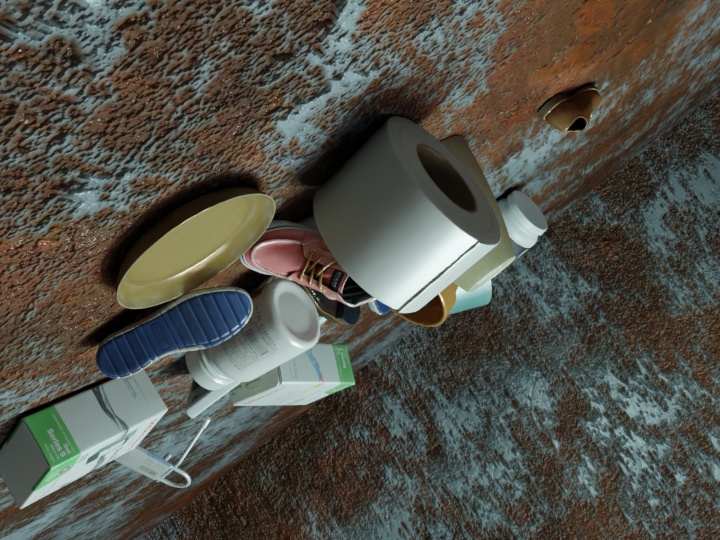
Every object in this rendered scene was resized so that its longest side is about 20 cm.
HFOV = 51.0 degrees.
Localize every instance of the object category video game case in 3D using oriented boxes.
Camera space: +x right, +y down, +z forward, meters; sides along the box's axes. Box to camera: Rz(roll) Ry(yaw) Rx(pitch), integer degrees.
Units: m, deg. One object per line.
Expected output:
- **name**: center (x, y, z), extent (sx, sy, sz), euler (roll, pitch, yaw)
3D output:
- **video game case**: center (-0.211, 0.157, 1.304), extent (0.199, 0.023, 0.182), euler (-37, -166, 1)

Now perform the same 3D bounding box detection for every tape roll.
- **tape roll**: center (0.059, -0.070, 0.935), extent (0.139, 0.204, 0.202), euler (-42, 167, 25)

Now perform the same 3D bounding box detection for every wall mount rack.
- **wall mount rack**: center (-0.356, 0.286, 1.288), extent (0.174, 0.199, 0.075), euler (-41, -156, 38)

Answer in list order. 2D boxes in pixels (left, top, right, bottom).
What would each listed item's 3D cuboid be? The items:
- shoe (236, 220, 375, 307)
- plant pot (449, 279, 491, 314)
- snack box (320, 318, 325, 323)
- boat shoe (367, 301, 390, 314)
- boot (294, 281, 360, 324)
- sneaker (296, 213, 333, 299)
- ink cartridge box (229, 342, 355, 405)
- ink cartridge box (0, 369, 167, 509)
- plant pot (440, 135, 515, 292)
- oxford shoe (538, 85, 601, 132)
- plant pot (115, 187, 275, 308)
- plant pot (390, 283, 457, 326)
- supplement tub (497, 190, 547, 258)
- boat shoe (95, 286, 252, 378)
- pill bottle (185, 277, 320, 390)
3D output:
- **shoe**: center (-0.053, -0.008, 0.952), extent (0.198, 0.091, 0.072), euler (8, 111, -35)
- **plant pot**: center (0.151, 0.003, 1.535), extent (0.159, 0.202, 0.201), euler (-21, 166, -10)
- **snack box**: center (-0.046, 0.047, 1.499), extent (0.199, 0.037, 0.116), euler (-39, 169, 13)
- **boat shoe**: center (0.000, 0.000, 1.280), extent (0.072, 0.072, 0.201), euler (-47, 143, -23)
- **boot**: center (-0.086, 0.035, 1.226), extent (0.096, 0.075, 0.200), euler (-1, 150, 30)
- **sneaker**: center (-0.064, -0.014, 1.080), extent (0.104, 0.075, 0.201), euler (-30, 153, -27)
- **ink cartridge box**: center (-0.132, 0.195, 1.419), extent (0.145, 0.088, 0.199), euler (-27, 158, 35)
- **ink cartridge box**: center (-0.399, 0.236, 1.087), extent (0.199, 0.084, 0.146), euler (-23, 163, -50)
- **plant pot**: center (0.148, -0.073, 1.189), extent (0.186, 0.201, 0.187), euler (-34, 169, -7)
- **oxford shoe**: center (0.403, -0.292, 1.403), extent (0.199, 0.072, 0.071), euler (-28, 165, -44)
- **plant pot**: center (-0.182, -0.029, 0.823), extent (0.199, 0.028, 0.200), euler (-35, 169, -8)
- **plant pot**: center (0.108, -0.018, 1.364), extent (0.140, 0.200, 0.200), euler (-48, 175, -26)
- **supplement tub**: center (0.350, -0.088, 1.877), extent (0.200, 0.141, 0.140), euler (-43, 166, 31)
- **boat shoe**: center (-0.231, 0.064, 0.939), extent (0.198, 0.073, 0.072), euler (-20, -164, -6)
- **pill bottle**: center (-0.168, 0.104, 1.147), extent (0.199, 0.115, 0.114), euler (-30, 172, 28)
